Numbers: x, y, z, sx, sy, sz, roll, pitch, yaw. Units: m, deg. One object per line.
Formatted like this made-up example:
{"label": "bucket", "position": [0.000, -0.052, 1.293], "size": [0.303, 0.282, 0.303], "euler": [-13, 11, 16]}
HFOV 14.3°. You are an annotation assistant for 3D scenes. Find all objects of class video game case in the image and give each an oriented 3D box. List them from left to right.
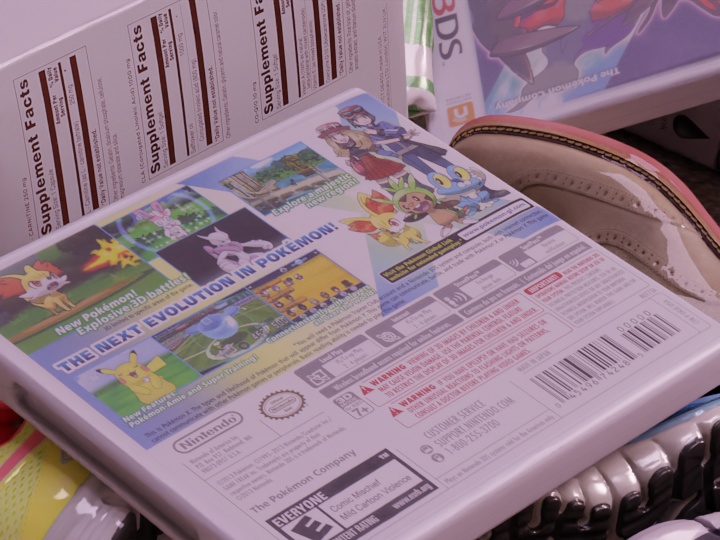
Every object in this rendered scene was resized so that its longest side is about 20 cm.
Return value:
{"label": "video game case", "position": [-0.009, 0.022, 0.926], "size": [0.200, 0.022, 0.182], "euler": [-28, 50, -37]}
{"label": "video game case", "position": [0.116, -0.141, 1.245], "size": [0.199, 0.023, 0.183], "euler": [-16, 52, 11]}

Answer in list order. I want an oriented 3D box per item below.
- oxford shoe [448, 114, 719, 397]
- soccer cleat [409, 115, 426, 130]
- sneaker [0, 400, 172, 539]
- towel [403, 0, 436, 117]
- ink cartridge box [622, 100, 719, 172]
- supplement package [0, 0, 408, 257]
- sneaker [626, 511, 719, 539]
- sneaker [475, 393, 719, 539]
{"label": "oxford shoe", "position": [0.100, 0.010, 1.075], "size": [0.200, 0.071, 0.075], "euler": [34, 46, 23]}
{"label": "soccer cleat", "position": [0.004, -0.097, 1.291], "size": [0.199, 0.078, 0.069], "euler": [15, 26, 15]}
{"label": "sneaker", "position": [-0.078, 0.050, 0.958], "size": [0.090, 0.079, 0.200], "euler": [14, 26, 18]}
{"label": "towel", "position": [-0.045, -0.138, 1.270], "size": [0.152, 0.023, 0.201], "euler": [-12, 55, 8]}
{"label": "ink cartridge box", "position": [0.210, -0.113, 1.302], "size": [0.200, 0.147, 0.086], "euler": [28, 30, 36]}
{"label": "supplement package", "position": [-0.118, -0.077, 1.085], "size": [0.200, 0.148, 0.191], "euler": [-29, 41, -33]}
{"label": "sneaker", "position": [0.170, 0.114, 0.914], "size": [0.199, 0.078, 0.112], "euler": [-24, 42, -31]}
{"label": "sneaker", "position": [0.077, 0.068, 0.965], "size": [0.199, 0.079, 0.090], "euler": [-9, 26, -32]}
